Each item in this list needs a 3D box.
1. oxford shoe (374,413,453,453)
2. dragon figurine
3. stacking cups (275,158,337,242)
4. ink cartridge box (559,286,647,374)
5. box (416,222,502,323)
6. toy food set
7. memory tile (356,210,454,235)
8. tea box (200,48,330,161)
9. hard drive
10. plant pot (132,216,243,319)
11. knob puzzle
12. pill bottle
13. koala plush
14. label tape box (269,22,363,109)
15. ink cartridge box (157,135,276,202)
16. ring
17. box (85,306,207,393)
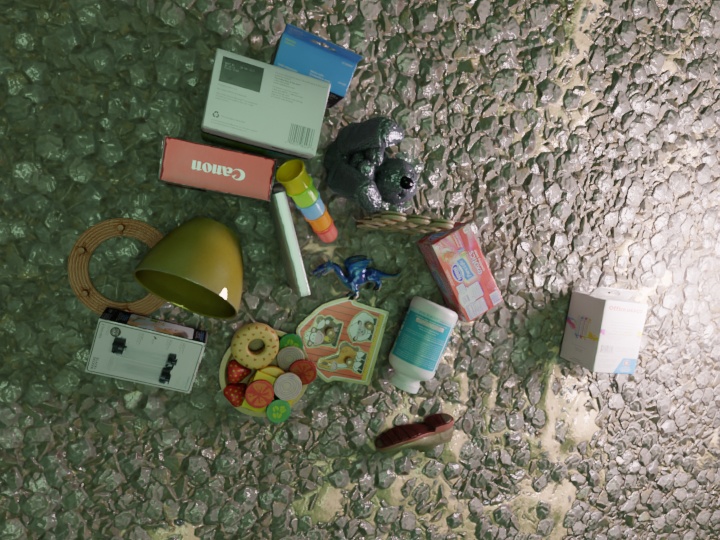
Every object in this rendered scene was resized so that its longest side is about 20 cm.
[{"bbox_3d":[0.131,0.401,1.220,0.198,0.070,0.075,-12,106,-13],"label":"oxford shoe"},{"bbox_3d":[0.000,0.000,1.129,0.199,0.059,0.100,-18,103,-12],"label":"dragon figurine"},{"bbox_3d":[-0.094,-0.129,1.035,0.060,0.060,0.200,-41,138,-7],"label":"stacking cups"},{"bbox_3d":[0.600,0.139,1.289,0.127,0.125,0.202,7,96,-17],"label":"ink cartridge box"},{"bbox_3d":[0.222,0.002,1.175,0.102,0.095,0.201,-31,105,-10],"label":"box"},{"bbox_3d":[-0.197,0.218,1.105,0.197,0.049,0.201,24,92,-17],"label":"toy food set"},{"bbox_3d":[0.085,-0.094,1.068,0.152,0.200,0.017,7,87,-18],"label":"memory tile"},{"bbox_3d":[-0.182,-0.290,0.962,0.198,0.197,0.135,12,94,-17],"label":"tea box"},{"bbox_3d":[-0.145,-0.056,1.040,0.026,0.132,0.202,-15,102,-14],"label":"hard drive"},{"bbox_3d":[-0.303,-0.015,0.987,0.199,0.200,0.143,25,65,-18],"label":"plant pot"},{"bbox_3d":[-0.047,0.154,1.152,0.218,0.030,0.222,-2,99,-16],"label":"knob puzzle"},{"bbox_3d":[0.132,0.167,1.164,0.110,0.111,0.201,23,91,-18],"label":"pill bottle"},{"bbox_3d":[0.043,-0.201,1.080,0.199,0.183,0.179,17,92,-39],"label":"koala plush"},{"bbox_3d":[-0.094,-0.372,0.974,0.143,0.200,0.064,17,92,-17],"label":"label tape box"},{"bbox_3d":[-0.263,-0.184,0.965,0.198,0.175,0.085,8,96,-18],"label":"ink cartridge box"},{"bbox_3d":[-0.461,-0.001,1.016,0.199,0.019,0.202,-2,99,-15],"label":"ring"},{"bbox_3d":[-0.414,0.158,1.021,0.199,0.060,0.117,16,103,-17],"label":"box"}]
